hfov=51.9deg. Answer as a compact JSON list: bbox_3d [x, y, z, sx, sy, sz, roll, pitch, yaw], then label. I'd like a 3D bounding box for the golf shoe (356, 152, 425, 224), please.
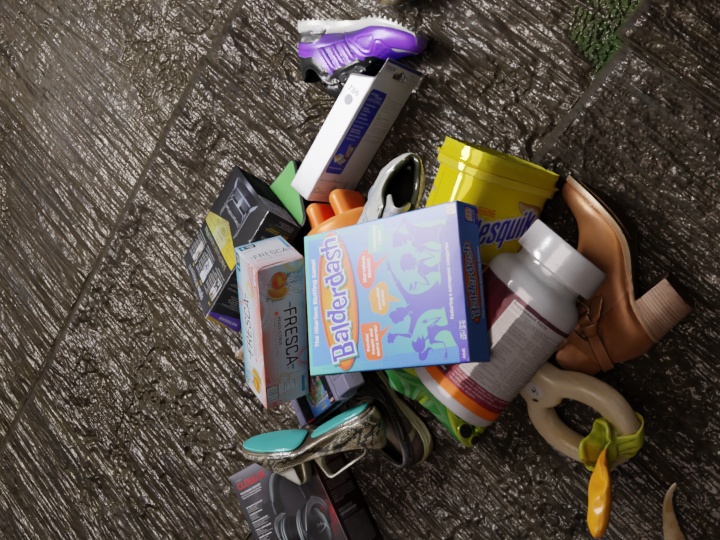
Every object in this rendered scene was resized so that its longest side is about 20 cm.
[{"bbox_3d":[0.022,-0.042,0.832,0.077,0.097,0.203,17,77,-2],"label":"golf shoe"}]

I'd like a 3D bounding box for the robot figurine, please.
[{"bbox_3d":[0.001,-0.001,0.927,0.142,0.117,0.203,-19,80,-11],"label":"robot figurine"}]

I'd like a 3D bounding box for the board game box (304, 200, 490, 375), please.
[{"bbox_3d":[0.030,0.025,0.758,0.198,0.045,0.155,-12,78,37],"label":"board game box"}]

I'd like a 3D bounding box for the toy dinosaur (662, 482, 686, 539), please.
[{"bbox_3d":[0.340,0.327,0.791,0.100,0.058,0.202,-27,86,13],"label":"toy dinosaur"}]

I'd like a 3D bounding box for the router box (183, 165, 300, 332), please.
[{"bbox_3d":[-0.165,-0.035,0.987,0.158,0.052,0.200,-57,30,10],"label":"router box"}]

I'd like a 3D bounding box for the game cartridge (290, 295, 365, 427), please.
[{"bbox_3d":[-0.063,0.123,0.957,0.131,0.038,0.200,68,152,16],"label":"game cartridge"}]

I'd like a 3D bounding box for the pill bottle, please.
[{"bbox_3d":[0.153,0.053,0.765,0.109,0.109,0.201,42,103,21],"label":"pill bottle"}]

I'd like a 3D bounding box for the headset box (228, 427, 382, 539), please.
[{"bbox_3d":[-0.079,0.319,1.009,0.148,0.077,0.202,-32,78,27],"label":"headset box"}]

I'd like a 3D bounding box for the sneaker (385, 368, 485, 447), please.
[{"bbox_3d":[0.086,0.129,0.884,0.201,0.074,0.083,50,156,-20],"label":"sneaker"}]

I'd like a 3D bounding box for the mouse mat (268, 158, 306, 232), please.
[{"bbox_3d":[-0.140,-0.044,1.015,0.200,0.007,0.162,-49,32,25],"label":"mouse mat"}]

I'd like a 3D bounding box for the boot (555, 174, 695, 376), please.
[{"bbox_3d":[0.247,0.012,0.820,0.155,0.076,0.201,-42,79,28],"label":"boot"}]

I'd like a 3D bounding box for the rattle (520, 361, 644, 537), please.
[{"bbox_3d":[0.191,0.169,0.798,0.199,0.131,0.143,35,70,9],"label":"rattle"}]

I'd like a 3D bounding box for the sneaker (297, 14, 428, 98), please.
[{"bbox_3d":[-0.001,-0.267,0.948,0.198,0.069,0.101,13,100,37],"label":"sneaker"}]

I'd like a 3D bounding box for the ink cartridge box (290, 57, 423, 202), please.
[{"bbox_3d":[-0.005,-0.178,0.933,0.039,0.099,0.201,41,110,23],"label":"ink cartridge box"}]

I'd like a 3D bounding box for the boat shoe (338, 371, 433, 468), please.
[{"bbox_3d":[0.009,0.172,0.958,0.199,0.064,0.074,40,112,24],"label":"boat shoe"}]

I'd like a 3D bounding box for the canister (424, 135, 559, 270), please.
[{"bbox_3d":[0.127,-0.034,0.837,0.086,0.147,0.203,36,113,48],"label":"canister"}]

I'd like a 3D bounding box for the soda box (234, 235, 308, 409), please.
[{"bbox_3d":[-0.106,0.065,0.903,0.068,0.063,0.203,39,137,47],"label":"soda box"}]

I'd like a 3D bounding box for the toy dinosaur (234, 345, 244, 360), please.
[{"bbox_3d":[-0.117,0.036,1.043,0.106,0.060,0.201,40,103,10],"label":"toy dinosaur"}]

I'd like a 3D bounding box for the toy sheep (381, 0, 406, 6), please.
[{"bbox_3d":[0.007,-0.413,0.898,0.137,0.137,0.202,-26,88,28],"label":"toy sheep"}]

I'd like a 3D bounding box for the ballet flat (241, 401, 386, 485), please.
[{"bbox_3d":[-0.056,0.226,0.922,0.198,0.068,0.076,-21,97,20],"label":"ballet flat"}]
